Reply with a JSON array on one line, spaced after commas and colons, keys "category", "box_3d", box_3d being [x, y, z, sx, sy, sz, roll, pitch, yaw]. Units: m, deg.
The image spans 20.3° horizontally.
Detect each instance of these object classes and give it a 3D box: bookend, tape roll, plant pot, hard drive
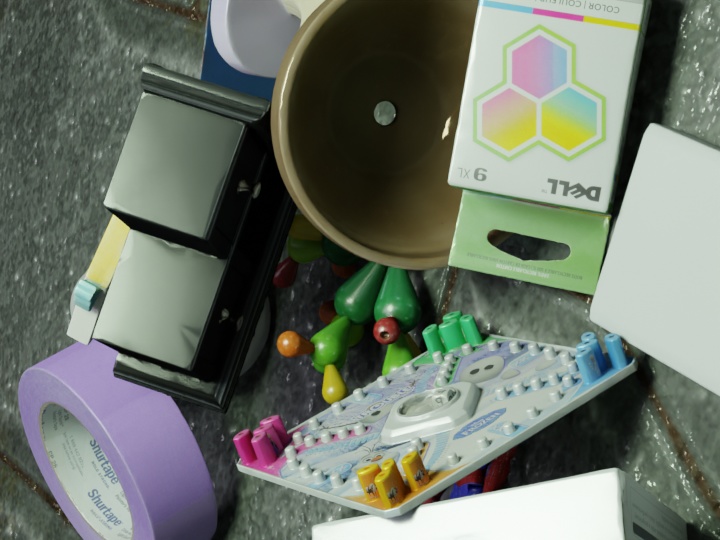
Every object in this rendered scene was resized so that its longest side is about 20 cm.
[{"category": "bookend", "box_3d": [-0.120, -0.017, 1.398, 0.200, 0.092, 0.199, 57, -129, -78]}, {"category": "tape roll", "box_3d": [-0.204, 0.156, 1.671, 0.200, 0.066, 0.200, 38, 144, 35]}, {"category": "plant pot", "box_3d": [0.031, -0.104, 1.355, 0.093, 0.201, 0.201, -159, 79, -72]}, {"category": "hard drive", "box_3d": [0.219, 0.003, 1.183, 0.200, 0.027, 0.132, 33, 111, 54]}]

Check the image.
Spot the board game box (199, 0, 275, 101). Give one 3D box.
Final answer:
[{"category": "board game box", "box_3d": [-0.073, -0.195, 1.533, 0.039, 0.158, 0.200, 26, 117, 36]}]

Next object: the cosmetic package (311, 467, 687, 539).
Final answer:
[{"category": "cosmetic package", "box_3d": [0.087, 0.241, 1.161, 0.199, 0.123, 0.200, -13, 63, 24]}]

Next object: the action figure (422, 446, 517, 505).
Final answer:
[{"category": "action figure", "box_3d": [0.073, 0.161, 1.354, 0.065, 0.052, 0.200, -4, 77, 59]}]

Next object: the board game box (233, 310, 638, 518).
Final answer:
[{"category": "board game box", "box_3d": [0.042, 0.084, 1.279, 0.200, 0.200, 0.026, 7, 122, 59]}]

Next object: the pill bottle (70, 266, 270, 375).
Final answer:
[{"category": "pill bottle", "box_3d": [-0.168, 0.035, 1.689, 0.200, 0.112, 0.113, 5, 87, 57]}]

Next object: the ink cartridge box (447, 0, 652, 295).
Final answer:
[{"category": "ink cartridge box", "box_3d": [0.117, -0.091, 1.283, 0.059, 0.104, 0.200, -6, -73, -78]}]

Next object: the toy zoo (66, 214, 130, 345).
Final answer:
[{"category": "toy zoo", "box_3d": [-0.170, -0.028, 1.530, 0.131, 0.020, 0.200, -63, -2, 32]}]

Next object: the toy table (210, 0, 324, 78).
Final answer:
[{"category": "toy table", "box_3d": [-0.003, -0.214, 1.455, 0.117, 0.184, 0.200, 17, 64, 47]}]

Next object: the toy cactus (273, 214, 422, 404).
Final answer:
[{"category": "toy cactus", "box_3d": [0.000, 0.000, 1.474, 0.165, 0.102, 0.200, -58, 28, 15]}]
